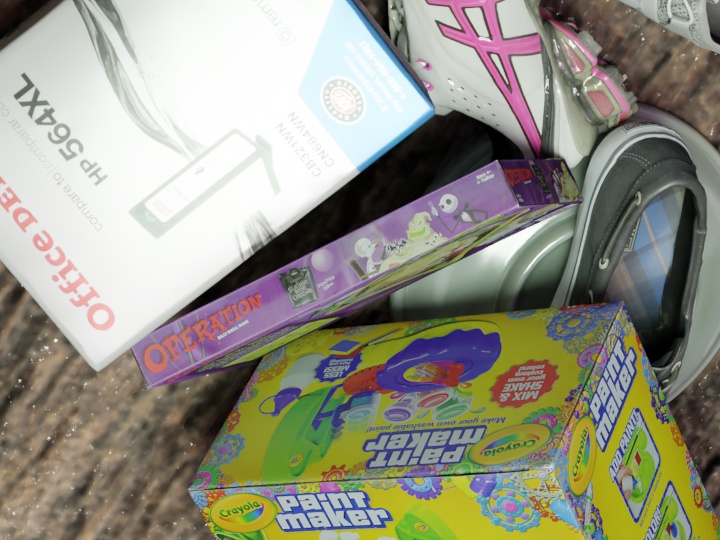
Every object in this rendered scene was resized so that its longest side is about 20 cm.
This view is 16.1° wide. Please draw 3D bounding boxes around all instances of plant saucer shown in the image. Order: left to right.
[{"bbox_3d":[0.116,0.012,1.313,0.200,0.050,0.200,-7,117,-13],"label":"plant saucer"}]

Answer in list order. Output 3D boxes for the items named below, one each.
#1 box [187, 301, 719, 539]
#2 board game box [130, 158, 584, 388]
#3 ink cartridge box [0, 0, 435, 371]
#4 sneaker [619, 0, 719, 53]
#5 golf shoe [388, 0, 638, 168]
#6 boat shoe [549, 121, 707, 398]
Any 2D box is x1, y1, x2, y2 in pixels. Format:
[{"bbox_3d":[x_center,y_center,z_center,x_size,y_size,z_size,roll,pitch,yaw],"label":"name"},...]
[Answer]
[{"bbox_3d":[0.056,0.133,1.257,0.200,0.122,0.193,-6,126,31],"label":"box"},{"bbox_3d":[0.000,0.000,1.205,0.200,0.120,0.032,-26,88,18],"label":"board game box"},{"bbox_3d":[-0.088,-0.072,1.165,0.200,0.084,0.146,-38,102,6],"label":"ink cartridge box"},{"bbox_3d":[0.151,-0.156,1.223,0.200,0.082,0.075,21,107,-25],"label":"sneaker"},{"bbox_3d":[0.046,-0.118,1.209,0.092,0.073,0.200,-41,115,2],"label":"golf shoe"},{"bbox_3d":[0.136,0.027,1.257,0.070,0.066,0.200,2,118,-17],"label":"boat shoe"}]
